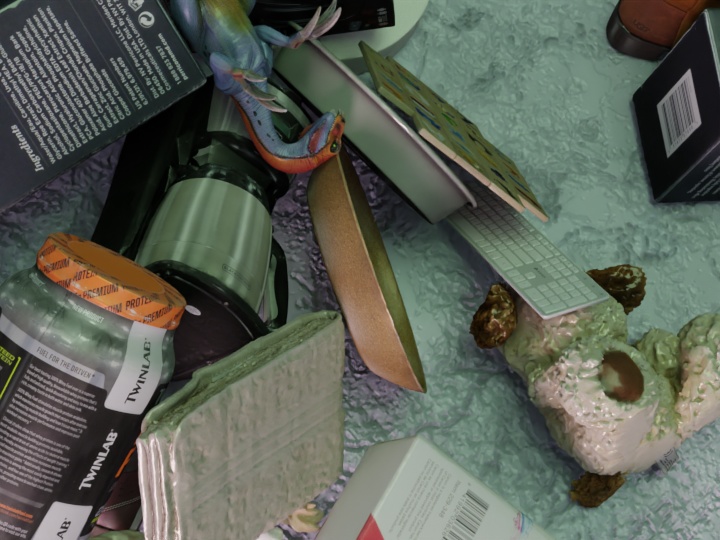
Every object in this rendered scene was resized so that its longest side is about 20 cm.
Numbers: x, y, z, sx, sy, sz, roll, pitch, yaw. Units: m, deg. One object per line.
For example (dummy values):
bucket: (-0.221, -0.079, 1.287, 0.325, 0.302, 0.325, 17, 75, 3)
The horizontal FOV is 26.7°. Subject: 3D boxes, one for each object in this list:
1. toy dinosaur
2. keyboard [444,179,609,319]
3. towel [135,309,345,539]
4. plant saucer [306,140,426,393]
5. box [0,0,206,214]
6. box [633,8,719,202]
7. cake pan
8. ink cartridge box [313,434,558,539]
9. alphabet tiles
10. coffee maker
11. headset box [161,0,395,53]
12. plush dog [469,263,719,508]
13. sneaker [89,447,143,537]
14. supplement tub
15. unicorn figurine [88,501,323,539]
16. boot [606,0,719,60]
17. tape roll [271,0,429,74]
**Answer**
toy dinosaur: (-0.080, -0.158, 1.046, 0.105, 0.200, 0.182, -24, 115, -30)
keyboard: (0.116, -0.020, 1.170, 0.056, 0.011, 0.200, -11, 33, -21)
towel: (-0.075, 0.118, 0.999, 0.034, 0.133, 0.200, 16, 27, 31)
plant saucer: (0.000, 0.000, 1.109, 0.035, 0.200, 0.201, -19, 73, 4)
box: (-0.240, -0.130, 1.058, 0.200, 0.197, 0.118, -35, 108, -15)
box: (0.353, -0.135, 1.254, 0.199, 0.148, 0.108, -2, 70, -15)
cake pan: (0.006, -0.107, 1.153, 0.200, 0.200, 0.037, 44, 92, 5)
ink cartridge box: (0.063, 0.232, 1.058, 0.200, 0.086, 0.148, 40, 64, -15)
alphabet tiles: (0.069, -0.109, 1.167, 0.166, 0.200, 0.006, 36, 104, -19)
coffee maker: (-0.138, -0.033, 1.098, 0.191, 0.135, 0.201, -3, 49, 20)
headset box: (-0.078, -0.227, 1.146, 0.199, 0.149, 0.078, -8, 81, 1)
plush dog: (0.173, 0.070, 1.164, 0.199, 0.161, 0.172, -7, 53, -39)
sneaker: (-0.221, 0.106, 1.049, 0.200, 0.076, 0.116, 31, 93, -11)
supplement tub: (-0.195, 0.086, 0.945, 0.122, 0.123, 0.201, 28, 97, -2)
unicorn figurine: (-0.119, 0.203, 1.037, 0.138, 0.074, 0.200, 55, 46, -18)
boot: (0.323, -0.240, 1.267, 0.188, 0.200, 0.069, 13, 66, -9)
tape roll: (-0.037, -0.256, 1.273, 0.202, 0.037, 0.204, 4, 69, -12)
